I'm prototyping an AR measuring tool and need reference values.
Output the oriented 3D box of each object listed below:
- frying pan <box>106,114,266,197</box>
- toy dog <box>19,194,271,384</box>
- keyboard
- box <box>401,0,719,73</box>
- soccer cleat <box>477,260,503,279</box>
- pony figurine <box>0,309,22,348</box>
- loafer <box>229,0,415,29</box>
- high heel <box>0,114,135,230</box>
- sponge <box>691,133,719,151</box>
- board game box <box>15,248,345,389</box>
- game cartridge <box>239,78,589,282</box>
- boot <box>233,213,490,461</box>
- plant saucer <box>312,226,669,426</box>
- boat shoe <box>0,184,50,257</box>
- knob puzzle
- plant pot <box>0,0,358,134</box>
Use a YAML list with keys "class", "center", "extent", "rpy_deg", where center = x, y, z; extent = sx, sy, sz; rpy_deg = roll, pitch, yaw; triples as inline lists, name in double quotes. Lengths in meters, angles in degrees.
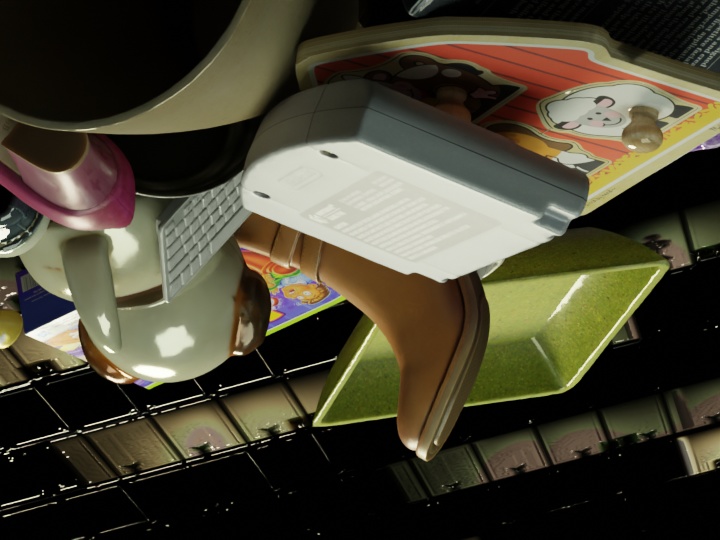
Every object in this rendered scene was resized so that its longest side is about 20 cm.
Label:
- class: "frying pan"
  center: [-0.141, -0.089, 1.461]
  extent: [0.190, 0.115, 0.031]
  rpy_deg: [5, 154, -10]
- class: "toy dog"
  center: [-0.118, -0.018, 1.574]
  extent: [0.139, 0.194, 0.200]
  rpy_deg: [-23, 145, 2]
- class: "keyboard"
  center: [-0.053, -0.062, 1.537]
  extent: [0.011, 0.200, 0.056]
  rpy_deg: [18, 137, 26]
- class: "box"
  center: [0.102, -0.185, 1.352]
  extent: [0.200, 0.149, 0.107]
  rpy_deg: [12, 134, -41]
- class: "soccer cleat"
  center: [0.075, -0.034, 1.695]
  extent: [0.200, 0.086, 0.070]
  rpy_deg: [-28, 153, -4]
- class: "pony figurine"
  center: [-0.277, -0.006, 1.599]
  extent: [0.193, 0.167, 0.200]
  rpy_deg: [-51, 142, 4]
- class: "loafer"
  center: [0.016, -0.126, 1.535]
  extent: [0.067, 0.076, 0.200]
  rpy_deg: [-25, 152, 37]
- class: "high heel"
  center: [-0.197, -0.085, 1.421]
  extent: [0.067, 0.200, 0.096]
  rpy_deg: [-46, 157, -8]
- class: "sponge"
  center: [0.168, -0.094, 1.523]
  extent: [0.111, 0.030, 0.200]
  rpy_deg: [-14, -166, 6]
- class: "board game box"
  center: [-0.095, 0.002, 1.777]
  extent: [0.200, 0.045, 0.134]
  rpy_deg: [-25, 151, 24]
- class: "game cartridge"
  center: [0.015, -0.043, 1.365]
  extent: [0.133, 0.041, 0.200]
  rpy_deg: [19, 167, -15]
- class: "boot"
  center: [0.000, 0.000, 1.628]
  extent: [0.155, 0.200, 0.074]
  rpy_deg: [10, 175, 9]
- class: "plant saucer"
  center: [0.079, 0.031, 1.892]
  extent: [0.199, 0.048, 0.200]
  rpy_deg: [-7, 155, -21]
- class: "boat shoe"
  center: [-0.255, -0.064, 1.458]
  extent: [0.200, 0.075, 0.062]
  rpy_deg: [28, 172, 11]
- class: "knob puzzle"
  center: [0.060, -0.070, 1.346]
  extent: [0.219, 0.030, 0.220]
  rpy_deg: [5, 160, 2]
- class: "plant pot"
  center: [-0.082, -0.144, 1.369]
  extent: [0.187, 0.188, 0.200]
  rpy_deg: [-23, 164, 21]
